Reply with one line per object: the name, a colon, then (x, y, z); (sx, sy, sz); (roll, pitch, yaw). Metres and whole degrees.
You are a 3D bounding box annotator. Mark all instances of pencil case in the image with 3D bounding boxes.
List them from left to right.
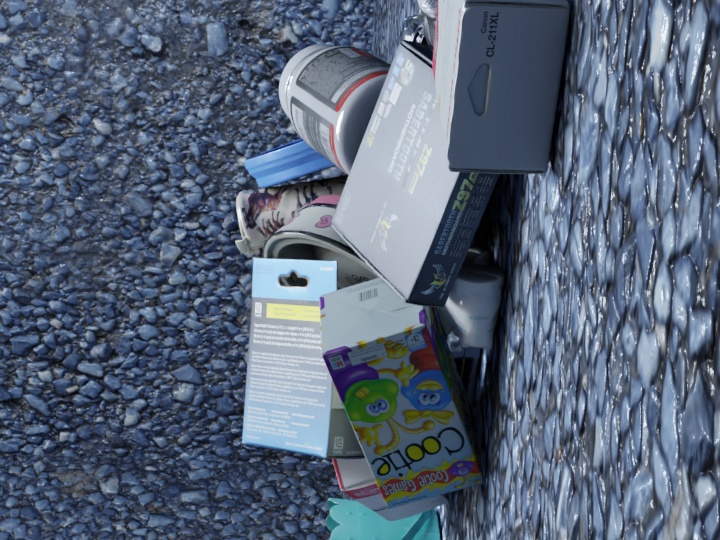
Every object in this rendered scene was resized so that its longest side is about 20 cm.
pencil case: (-0.048, -0.065, 1.843); (0.089, 0.200, 0.078); (-100, 1, -55)

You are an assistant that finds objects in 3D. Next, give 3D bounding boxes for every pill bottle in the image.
pill bottle: (-0.006, -0.165, 1.606); (0.200, 0.116, 0.116); (-138, 47, -59)

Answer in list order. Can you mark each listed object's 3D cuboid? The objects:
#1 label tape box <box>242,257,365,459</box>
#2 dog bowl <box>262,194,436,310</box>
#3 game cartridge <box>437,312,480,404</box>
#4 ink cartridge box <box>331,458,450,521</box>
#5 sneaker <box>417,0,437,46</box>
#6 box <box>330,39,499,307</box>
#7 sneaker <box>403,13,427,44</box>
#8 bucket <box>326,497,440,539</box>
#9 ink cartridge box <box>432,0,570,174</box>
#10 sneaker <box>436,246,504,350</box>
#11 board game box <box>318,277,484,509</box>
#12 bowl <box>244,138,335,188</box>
label tape box: (-0.053, 0.089, 1.647); (0.144, 0.063, 0.200); (3, 89, 48)
dog bowl: (0.000, 0.000, 1.659); (0.074, 0.200, 0.200); (-56, -11, -25)
game cartridge: (0.100, 0.088, 1.688); (0.133, 0.041, 0.200); (-96, 8, -45)
ink cartridge box: (0.024, 0.188, 1.756); (0.200, 0.083, 0.147); (50, -160, -65)
sneaker: (0.104, -0.208, 1.550); (0.114, 0.075, 0.200); (49, -149, -74)
box: (0.057, -0.090, 1.446); (0.158, 0.051, 0.200); (46, 122, 48)
sneaker: (0.087, -0.238, 1.709); (0.200, 0.081, 0.074); (-97, 10, -71)
bucket: (0.024, 0.378, 1.936); (0.207, 0.135, 0.207); (-178, 90, -86)
ink cartridge box: (0.109, -0.185, 1.274); (0.200, 0.083, 0.146); (-93, 6, -58)
sneaker: (0.095, 0.022, 1.526); (0.200, 0.070, 0.080); (-104, 14, -77)
board game box: (0.041, 0.116, 1.532); (0.103, 0.105, 0.200); (-94, -16, -57)
bowl: (-0.036, -0.143, 1.835); (0.201, 0.200, 0.039); (-120, 10, -84)
